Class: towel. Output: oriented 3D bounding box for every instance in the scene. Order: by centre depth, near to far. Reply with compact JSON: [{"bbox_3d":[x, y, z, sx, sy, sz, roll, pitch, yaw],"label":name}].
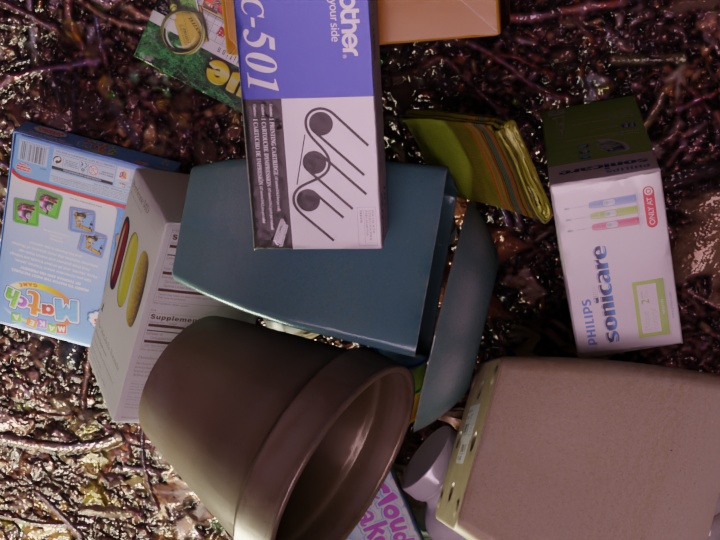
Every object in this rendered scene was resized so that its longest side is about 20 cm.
[{"bbox_3d":[0.090,-0.088,1.074,0.018,0.200,0.086,-29,108,-14],"label":"towel"}]

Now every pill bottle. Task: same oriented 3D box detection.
[{"bbox_3d":[0.134,0.225,1.172,0.200,0.111,0.111,37,114,-8],"label":"pill bottle"}]

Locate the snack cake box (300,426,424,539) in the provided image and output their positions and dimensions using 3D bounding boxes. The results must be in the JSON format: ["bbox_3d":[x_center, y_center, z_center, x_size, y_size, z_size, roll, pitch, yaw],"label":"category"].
[{"bbox_3d":[-0.015,0.217,1.177,0.115,0.067,0.200,-24,83,2],"label":"snack cake box"}]

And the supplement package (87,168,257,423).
[{"bbox_3d":[-0.161,0.025,1.177,0.109,0.114,0.200,5,116,-28],"label":"supplement package"}]

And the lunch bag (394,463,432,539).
[{"bbox_3d":[0.003,0.273,1.282,0.200,0.118,0.164,20,113,-5],"label":"lunch bag"}]

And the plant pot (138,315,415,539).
[{"bbox_3d":[-0.079,0.126,1.077,0.173,0.200,0.200,30,117,22],"label":"plant pot"}]

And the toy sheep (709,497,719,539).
[{"bbox_3d":[0.297,0.188,1.192,0.138,0.138,0.200,-29,88,20],"label":"toy sheep"}]

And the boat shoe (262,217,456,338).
[{"bbox_3d":[0.000,0.000,1.192,0.200,0.075,0.068,-24,136,10],"label":"boat shoe"}]

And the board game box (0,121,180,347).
[{"bbox_3d":[-0.261,-0.025,1.235,0.151,0.037,0.200,15,114,1],"label":"board game box"}]

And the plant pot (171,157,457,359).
[{"bbox_3d":[-0.036,-0.018,1.034,0.200,0.141,0.142,10,87,8],"label":"plant pot"}]

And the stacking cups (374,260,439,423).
[{"bbox_3d":[0.040,0.053,1.179,0.060,0.061,0.200,12,132,4],"label":"stacking cups"}]

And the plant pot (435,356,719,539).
[{"bbox_3d":[0.165,0.160,1.036,0.177,0.200,0.200,16,83,-1],"label":"plant pot"}]

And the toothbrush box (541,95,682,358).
[{"bbox_3d":[0.200,-0.041,1.064,0.086,0.200,0.146,-8,111,11],"label":"toothbrush box"}]

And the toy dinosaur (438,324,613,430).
[{"bbox_3d":[0.156,0.097,1.187,0.200,0.101,0.058,-23,121,-6],"label":"toy dinosaur"}]

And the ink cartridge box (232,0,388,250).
[{"bbox_3d":[-0.033,-0.115,0.908,0.094,0.044,0.200,-1,110,8],"label":"ink cartridge box"}]

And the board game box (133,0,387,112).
[{"bbox_3d":[-0.088,-0.187,1.145,0.200,0.023,0.105,27,117,-3],"label":"board game box"}]

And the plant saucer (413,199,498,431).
[{"bbox_3d":[0.086,0.042,1.104,0.039,0.201,0.201,13,115,5],"label":"plant saucer"}]

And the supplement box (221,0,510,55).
[{"bbox_3d":[0.009,-0.241,0.995,0.197,0.200,0.133,-3,102,10],"label":"supplement box"}]
